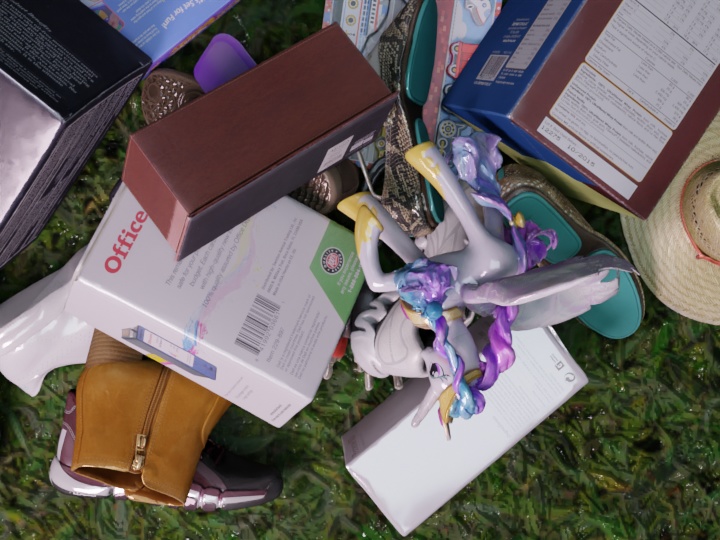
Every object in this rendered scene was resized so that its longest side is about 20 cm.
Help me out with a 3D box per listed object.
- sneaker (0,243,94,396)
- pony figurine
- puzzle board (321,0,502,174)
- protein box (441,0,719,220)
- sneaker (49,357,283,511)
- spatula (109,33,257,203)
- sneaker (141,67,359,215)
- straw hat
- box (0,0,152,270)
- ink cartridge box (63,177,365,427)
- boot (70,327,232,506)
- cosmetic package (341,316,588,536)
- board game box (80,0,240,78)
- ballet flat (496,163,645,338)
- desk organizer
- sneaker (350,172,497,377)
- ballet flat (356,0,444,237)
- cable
[{"bbox_3d":[-0.213,0.030,1.078,0.198,0.075,0.089,-31,117,-3],"label":"sneaker"},{"bbox_3d":[0.093,0.001,0.954,0.191,0.167,0.202,-25,76,5],"label":"pony figurine"},{"bbox_3d":[0.039,-0.184,1.090,0.148,0.017,0.204,8,95,-4],"label":"puzzle board"},{"bbox_3d":[0.190,-0.170,1.000,0.134,0.199,0.201,34,92,-14],"label":"protein box"},{"bbox_3d":[-0.160,0.134,1.083,0.196,0.076,0.118,5,92,-3],"label":"sneaker"},{"bbox_3d":[-0.148,-0.112,1.041,0.200,0.021,0.057,-41,85,30],"label":"spatula"},{"bbox_3d":[-0.091,-0.106,1.071,0.199,0.075,0.071,33,115,15],"label":"sneaker"},{"bbox_3d":[0.319,-0.047,1.085,0.197,0.085,0.205,0,95,-4],"label":"straw hat"},{"bbox_3d":[-0.279,-0.096,0.965,0.123,0.199,0.201,37,111,-5],"label":"box"},{"bbox_3d":[-0.108,0.005,0.998,0.198,0.087,0.147,29,63,-10],"label":"ink cartridge box"},{"bbox_3d":[-0.132,0.118,1.039,0.198,0.071,0.146,12,63,-23],"label":"boot"},{"bbox_3d":[0.082,0.117,1.076,0.199,0.113,0.081,-39,96,-1],"label":"cosmetic package"},{"bbox_3d":[-0.168,-0.254,1.056,0.199,0.045,0.135,-38,97,1],"label":"board game box"},{"bbox_3d":[0.175,-0.022,1.082,0.070,0.066,0.200,-33,125,16],"label":"ballet flat"},{"bbox_3d":[-0.075,-0.099,0.961,0.199,0.072,0.077,-33,78,-27],"label":"desk organizer"},{"bbox_3d":[0.074,0.004,1.058,0.075,0.081,0.202,40,72,-32],"label":"sneaker"},{"bbox_3d":[0.027,-0.127,1.050,0.074,0.068,0.204,-4,83,19],"label":"ballet flat"},{"bbox_3d":[0.000,0.000,1.100,0.095,0.050,0.204,6,89,9],"label":"cable"}]
